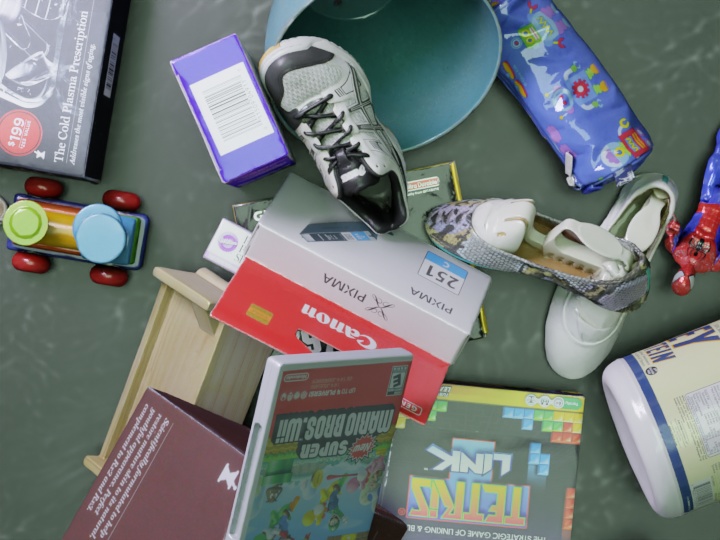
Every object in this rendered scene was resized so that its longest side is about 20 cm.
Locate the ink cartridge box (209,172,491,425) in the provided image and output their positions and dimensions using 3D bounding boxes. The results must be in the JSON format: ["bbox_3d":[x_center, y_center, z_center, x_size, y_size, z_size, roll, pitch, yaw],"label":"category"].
[{"bbox_3d":[-0.003,0.020,1.667,0.200,0.176,0.045,27,126,-1],"label":"ink cartridge box"}]

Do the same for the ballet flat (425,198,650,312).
[{"bbox_3d":[0.154,-0.027,1.706,0.200,0.072,0.072,20,91,6],"label":"ballet flat"}]

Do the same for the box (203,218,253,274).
[{"bbox_3d":[-0.038,0.018,1.728,0.200,0.039,0.041,28,89,0],"label":"box"}]

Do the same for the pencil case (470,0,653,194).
[{"bbox_3d":[0.173,-0.156,1.754,0.087,0.078,0.200,-35,90,-22],"label":"pencil case"}]

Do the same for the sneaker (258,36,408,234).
[{"bbox_3d":[-0.011,-0.109,1.654,0.076,0.088,0.200,-29,133,14],"label":"sneaker"}]

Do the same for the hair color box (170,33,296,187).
[{"bbox_3d":[-0.105,-0.131,1.693,0.065,0.200,0.109,-24,91,2],"label":"hair color box"}]

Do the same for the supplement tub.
[{"bbox_3d":[0.323,0.114,1.725,0.200,0.145,0.145,-21,91,0],"label":"supplement tub"}]

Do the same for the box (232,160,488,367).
[{"bbox_3d":[0.000,0.000,1.772,0.200,0.049,0.160,-11,92,0],"label":"box"}]

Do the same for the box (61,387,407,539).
[{"bbox_3d":[-0.105,0.224,1.671,0.164,0.200,0.166,30,91,43],"label":"box"}]

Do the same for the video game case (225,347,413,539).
[{"bbox_3d":[-0.036,0.158,1.567,0.017,0.143,0.200,29,111,42],"label":"video game case"}]

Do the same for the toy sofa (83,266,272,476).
[{"bbox_3d":[-0.152,0.103,1.742,0.083,0.098,0.200,30,104,41],"label":"toy sofa"}]

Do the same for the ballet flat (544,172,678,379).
[{"bbox_3d":[0.219,0.003,1.764,0.069,0.069,0.200,28,91,0],"label":"ballet flat"}]

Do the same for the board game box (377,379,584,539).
[{"bbox_3d":[0.089,0.180,1.770,0.200,0.057,0.165,5,89,0],"label":"board game box"}]

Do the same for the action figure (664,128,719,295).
[{"bbox_3d":[0.315,-0.073,1.736,0.065,0.099,0.200,23,85,7],"label":"action figure"}]

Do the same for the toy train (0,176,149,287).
[{"bbox_3d":[-0.288,-0.040,1.736,0.200,0.116,0.085,10,90,0],"label":"toy train"}]

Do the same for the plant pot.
[{"bbox_3d":[0.007,-0.215,1.713,0.200,0.200,0.135,-17,47,0],"label":"plant pot"}]

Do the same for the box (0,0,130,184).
[{"bbox_3d":[-0.304,-0.188,1.741,0.182,0.104,0.200,9,90,1],"label":"box"}]
